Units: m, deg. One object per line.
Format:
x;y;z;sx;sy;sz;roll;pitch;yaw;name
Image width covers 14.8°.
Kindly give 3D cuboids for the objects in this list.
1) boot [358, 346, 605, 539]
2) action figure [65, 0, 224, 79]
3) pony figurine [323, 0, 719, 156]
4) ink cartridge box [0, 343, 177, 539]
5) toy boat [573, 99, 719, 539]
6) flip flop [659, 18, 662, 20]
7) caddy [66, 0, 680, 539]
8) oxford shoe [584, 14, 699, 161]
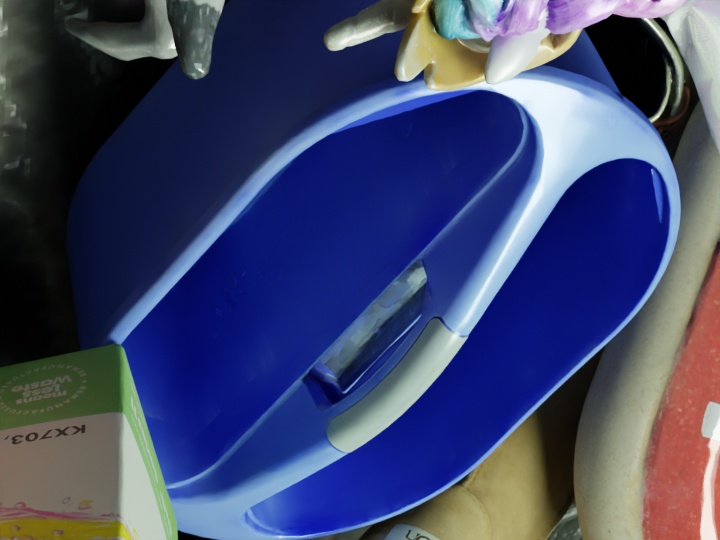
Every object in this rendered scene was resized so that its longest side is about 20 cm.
0.036;0.100;0.960;0.200;0.066;0.175;-51;172;-44;boot
-0.019;-0.143;0.737;0.194;0.104;0.200;-59;144;-3;action figure
0.095;-0.103;0.736;0.192;0.200;0.167;-1;122;9;pony figurine
-0.107;0.104;0.703;0.117;0.200;0.068;-12;118;1;ink cartridge box
0.155;0.034;0.910;0.130;0.130;0.201;7;103;-70;toy boat
0.112;-0.145;0.892;0.058;0.081;0.200;-48;136;-26;flip flop
0.000;0.000;0.812;0.141;0.105;0.200;21;126;-36;caddy
0.080;-0.054;0.919;0.071;0.074;0.200;-55;140;4;oxford shoe
